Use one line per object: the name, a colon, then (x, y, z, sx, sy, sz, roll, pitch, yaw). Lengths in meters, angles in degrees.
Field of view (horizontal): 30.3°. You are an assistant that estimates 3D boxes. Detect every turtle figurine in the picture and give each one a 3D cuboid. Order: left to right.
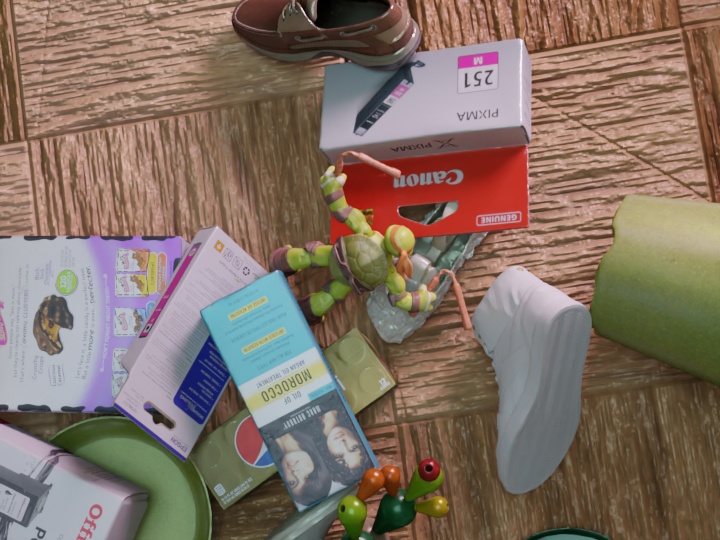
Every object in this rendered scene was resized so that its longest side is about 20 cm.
turtle figurine: (0.000, 0.000, 1.213, 0.161, 0.065, 0.200, -24, 111, 38)

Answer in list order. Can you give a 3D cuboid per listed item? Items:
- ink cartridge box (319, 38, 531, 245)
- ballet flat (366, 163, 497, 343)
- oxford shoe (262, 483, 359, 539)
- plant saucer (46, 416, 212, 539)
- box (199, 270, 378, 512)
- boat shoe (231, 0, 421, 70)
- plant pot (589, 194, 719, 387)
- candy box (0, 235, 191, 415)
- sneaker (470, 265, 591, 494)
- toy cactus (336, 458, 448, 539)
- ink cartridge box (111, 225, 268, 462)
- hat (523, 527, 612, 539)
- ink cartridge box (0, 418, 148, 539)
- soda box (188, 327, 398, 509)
ink cartridge box: (0.059, -0.119, 1.242, 0.198, 0.044, 0.175, -5, 66, 18)
ballet flat: (0.069, -0.023, 1.260, 0.072, 0.072, 0.201, 35, 89, 9)
oxford shoe: (-0.070, 0.271, 1.237, 0.200, 0.075, 0.058, -44, 86, 3)
plant saucer: (-0.236, 0.241, 1.278, 0.198, 0.031, 0.202, -1, 84, 6)
box: (-0.064, 0.107, 1.195, 0.082, 0.049, 0.201, -27, 89, 1)
boat shoe: (-0.039, -0.245, 1.271, 0.198, 0.072, 0.076, 8, 65, 25)
plant pot: (0.308, 0.017, 1.181, 0.183, 0.200, 0.202, 15, 85, 19)
candy box: (-0.263, 0.053, 1.282, 0.198, 0.072, 0.169, 1, 84, 5)
sneaker: (0.149, 0.097, 1.239, 0.073, 0.116, 0.202, -2, 116, -29)
toy cactus: (0.010, 0.248, 1.183, 0.102, 0.165, 0.201, 32, 88, 8)
ink cartridge box: (-0.154, 0.066, 1.228, 0.095, 0.037, 0.201, 44, 58, -29)
hat: (0.172, 0.326, 1.150, 0.165, 0.176, 0.200, 40, 89, 9)
ink cartridge box: (-0.318, 0.232, 1.230, 0.199, 0.083, 0.146, 24, 87, 9)
soda box: (-0.062, 0.138, 1.254, 0.199, 0.064, 0.068, -36, 82, 0)
